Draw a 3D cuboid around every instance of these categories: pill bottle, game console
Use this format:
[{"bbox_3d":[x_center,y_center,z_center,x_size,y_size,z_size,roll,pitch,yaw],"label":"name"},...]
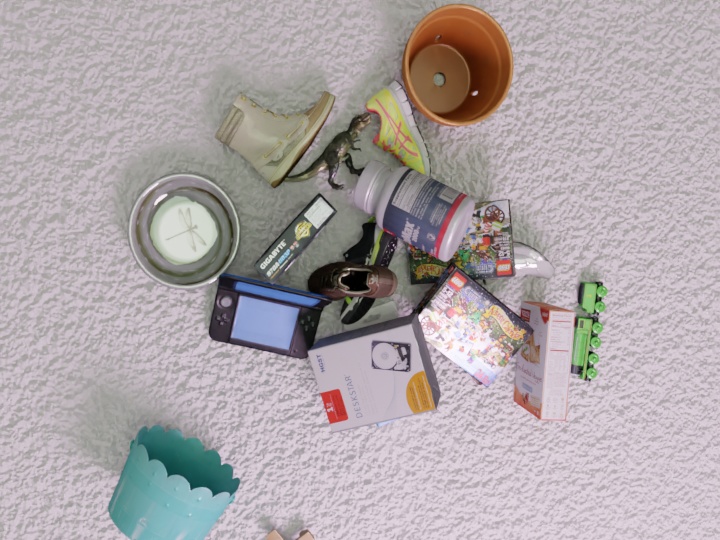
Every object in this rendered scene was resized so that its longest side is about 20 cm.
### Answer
[{"bbox_3d":[0.092,-0.112,1.239,0.197,0.119,0.122,28,90,16],"label":"pill bottle"},{"bbox_3d":[-0.163,0.084,1.229,0.195,0.119,0.175,13,109,-10],"label":"game console"}]

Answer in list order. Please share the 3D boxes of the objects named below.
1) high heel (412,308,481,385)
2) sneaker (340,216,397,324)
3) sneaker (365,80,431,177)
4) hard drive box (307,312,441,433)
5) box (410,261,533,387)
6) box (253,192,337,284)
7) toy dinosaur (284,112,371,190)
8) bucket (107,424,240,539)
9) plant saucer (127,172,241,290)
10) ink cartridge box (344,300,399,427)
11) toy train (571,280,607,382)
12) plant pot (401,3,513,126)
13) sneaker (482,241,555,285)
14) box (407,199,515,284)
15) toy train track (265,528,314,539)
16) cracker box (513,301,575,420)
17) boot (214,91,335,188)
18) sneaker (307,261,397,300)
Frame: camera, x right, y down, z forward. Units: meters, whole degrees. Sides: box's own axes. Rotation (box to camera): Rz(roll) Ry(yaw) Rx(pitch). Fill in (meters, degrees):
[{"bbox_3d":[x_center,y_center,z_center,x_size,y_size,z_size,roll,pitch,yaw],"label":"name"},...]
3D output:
[{"bbox_3d":[0.174,0.143,1.341,0.197,0.067,0.098,25,79,-24],"label":"high heel"},{"bbox_3d":[0.000,0.000,1.309,0.081,0.072,0.204,25,90,22],"label":"sneaker"},{"bbox_3d":[0.069,-0.238,1.295,0.088,0.078,0.204,-23,92,1],"label":"sneaker"},{"bbox_3d":[0.026,0.181,1.233,0.195,0.077,0.160,-16,97,17],"label":"hard drive box"},{"bbox_3d":[0.200,0.101,1.279,0.198,0.038,0.138,36,100,-15],"label":"box"},{"bbox_3d":[-0.114,-0.054,1.205,0.046,0.200,0.159,42,87,-7],"label":"box"},{"bbox_3d":[-0.042,-0.198,1.284,0.199,0.047,0.089,-40,85,2],"label":"toy dinosaur"},{"bbox_3d":[-0.323,0.379,1.204,0.204,0.207,0.137,31,91,-11],"label":"bucket"},{"bbox_3d":[-0.310,-0.069,1.245,0.194,0.050,0.207,-1,94,-10],"label":"plant saucer"},{"bbox_3d":[0.049,0.173,1.319,0.113,0.067,0.205,-19,97,-7],"label":"ink cartridge box"},{"bbox_3d":[0.454,0.121,1.404,0.055,0.042,0.206,7,93,-1],"label":"toy train"},{"bbox_3d":[0.158,-0.356,1.263,0.194,0.140,0.207,-1,94,-11],"label":"plant pot"},{"bbox_3d":[0.276,-0.014,1.350,0.195,0.078,0.102,22,97,-2],"label":"sneaker"},{"bbox_3d":[0.184,-0.052,1.299,0.194,0.038,0.141,-5,95,18],"label":"box"},{"bbox_3d":[-0.173,0.554,1.329,0.198,0.033,0.116,-36,106,0],"label":"toy train track"},{"bbox_3d":[0.348,0.169,1.339,0.056,0.134,0.206,4,93,-9],"label":"cracker box"},{"bbox_3d":[-0.150,-0.272,1.251,0.153,0.072,0.202,37,83,-5],"label":"boot"},{"bbox_3d":[-0.030,0.013,1.236,0.075,0.196,0.073,15,75,-51],"label":"sneaker"}]
